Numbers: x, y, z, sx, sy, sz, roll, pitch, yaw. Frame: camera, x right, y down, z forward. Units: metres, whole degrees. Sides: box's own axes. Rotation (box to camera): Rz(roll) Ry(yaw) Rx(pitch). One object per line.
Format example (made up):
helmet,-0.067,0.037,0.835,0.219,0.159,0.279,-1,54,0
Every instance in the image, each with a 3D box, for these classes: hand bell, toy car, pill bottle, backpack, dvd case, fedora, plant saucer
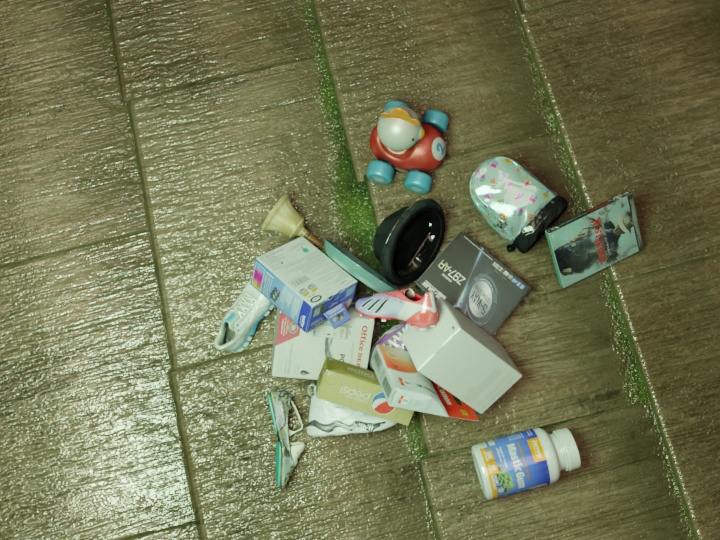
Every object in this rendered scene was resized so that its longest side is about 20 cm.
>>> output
hand bell,-0.113,-0.075,1.535,0.200,0.104,0.104,36,82,-3
toy car,0.103,-0.295,1.495,0.176,0.200,0.185,15,80,6
pill bottle,0.334,0.384,1.389,0.199,0.112,0.113,-16,78,1
backpack,0.332,-0.157,1.492,0.200,0.127,0.167,44,87,13
dvd case,0.503,-0.065,1.474,0.199,0.022,0.146,-26,118,-4
fedora,0.093,-0.072,1.491,0.091,0.201,0.201,28,80,39
plant saucer,0.000,0.000,1.445,0.200,0.200,0.027,36,93,9

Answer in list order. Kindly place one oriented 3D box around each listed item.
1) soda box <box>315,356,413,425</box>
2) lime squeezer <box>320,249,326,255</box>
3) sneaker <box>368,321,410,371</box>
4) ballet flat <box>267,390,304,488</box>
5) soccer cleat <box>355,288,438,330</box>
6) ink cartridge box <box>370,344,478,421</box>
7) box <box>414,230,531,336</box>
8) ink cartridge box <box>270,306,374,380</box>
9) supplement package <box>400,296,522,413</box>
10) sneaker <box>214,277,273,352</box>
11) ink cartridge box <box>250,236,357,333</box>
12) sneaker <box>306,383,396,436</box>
soda box,0.013,0.243,1.383,0.199,0.064,0.068,19,105,-9
lime squeezer,-0.097,-0.014,1.499,0.199,0.038,0.071,30,86,-10
sneaker,0.094,0.138,1.453,0.200,0.114,0.073,-41,81,-4
ballet flat,-0.153,0.353,1.448,0.072,0.072,0.201,-8,80,2
soccer cleat,0.070,0.066,1.358,0.199,0.067,0.077,10,103,44
ink cartridge box,0.132,0.225,1.377,0.199,0.162,0.050,11,112,-18
box,0.244,0.037,1.499,0.200,0.044,0.160,42,83,10
ink cartridge box,-0.080,0.147,1.429,0.199,0.083,0.147,6,103,-11
supplement package,0.201,0.170,1.374,0.200,0.120,0.121,37,105,-29
sneaker,-0.249,0.092,1.465,0.075,0.087,0.201,31,100,19
ink cartridge box,-0.102,0.034,1.370,0.200,0.077,0.136,37,44,25
sneaker,-0.019,0.285,1.448,0.199,0.075,0.116,-7,80,5
